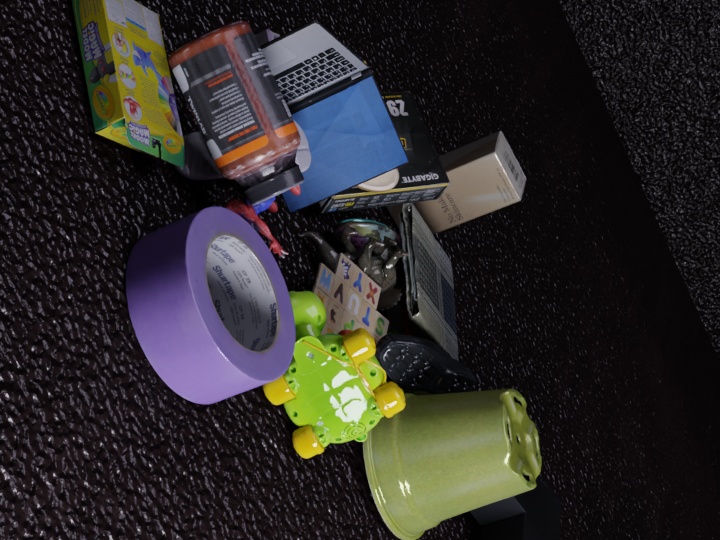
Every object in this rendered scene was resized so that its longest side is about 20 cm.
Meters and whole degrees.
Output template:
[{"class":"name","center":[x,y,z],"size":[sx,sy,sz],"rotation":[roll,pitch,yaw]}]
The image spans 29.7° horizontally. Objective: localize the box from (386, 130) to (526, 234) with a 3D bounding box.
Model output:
[{"class":"box","center":[0.143,-0.126,2.081],"size":[0.095,0.199,0.078],"rotation":[57,27,-21]}]

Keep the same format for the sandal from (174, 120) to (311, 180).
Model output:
[{"class":"sandal","center":[-0.154,-0.145,1.660],"size":[0.206,0.059,0.080],"rotation":[-9,85,-40]}]

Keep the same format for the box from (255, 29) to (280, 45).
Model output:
[{"class":"box","center":[-0.110,-0.227,1.838],"size":[0.039,0.041,0.201],"rotation":[14,57,-60]}]

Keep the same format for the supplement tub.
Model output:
[{"class":"supplement tub","center":[-0.137,-0.179,1.574],"size":[0.201,0.107,0.107],"rotation":[66,25,-5]}]

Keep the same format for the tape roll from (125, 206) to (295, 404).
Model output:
[{"class":"tape roll","center":[-0.160,0.038,1.476],"size":[0.200,0.085,0.201],"rotation":[45,33,-40]}]

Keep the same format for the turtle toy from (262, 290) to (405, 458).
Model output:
[{"class":"turtle toy","center":[-0.042,0.117,1.612],"size":[0.201,0.145,0.101],"rotation":[62,6,-12]}]

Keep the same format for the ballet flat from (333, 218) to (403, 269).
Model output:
[{"class":"ballet flat","center":[0.025,-0.030,1.934],"size":[0.200,0.069,0.072],"rotation":[9,69,-66]}]

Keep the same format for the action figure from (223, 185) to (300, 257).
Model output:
[{"class":"action figure","center":[-0.118,-0.052,1.647],"size":[0.099,0.065,0.200],"rotation":[54,25,1]}]

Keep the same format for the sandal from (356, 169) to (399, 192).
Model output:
[{"class":"sandal","center":[-0.022,-0.181,1.796],"size":[0.211,0.070,0.078],"rotation":[34,55,-15]}]

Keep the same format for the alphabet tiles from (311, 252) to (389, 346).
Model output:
[{"class":"alphabet tiles","center":[-0.020,0.088,1.745],"size":[0.166,0.006,0.201],"rotation":[42,52,-45]}]

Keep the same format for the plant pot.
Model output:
[{"class":"plant pot","center":[0.128,0.235,1.760],"size":[0.200,0.183,0.201],"rotation":[46,36,-50]}]

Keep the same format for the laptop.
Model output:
[{"class":"laptop","center":[-0.073,-0.189,1.707],"size":[0.200,0.187,0.116],"rotation":[32,42,-53]}]

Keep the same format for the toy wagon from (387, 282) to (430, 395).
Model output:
[{"class":"toy wagon","center":[0.077,0.098,1.961],"size":[0.155,0.039,0.201],"rotation":[-17,86,-66]}]

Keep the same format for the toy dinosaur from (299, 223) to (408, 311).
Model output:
[{"class":"toy dinosaur","center":[0.000,0.000,1.828],"size":[0.199,0.103,0.077],"rotation":[14,17,-42]}]

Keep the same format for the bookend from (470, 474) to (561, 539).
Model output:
[{"class":"bookend","center":[0.197,0.357,1.937],"size":[0.199,0.092,0.200],"rotation":[52,31,-29]}]

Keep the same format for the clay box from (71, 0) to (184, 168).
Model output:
[{"class":"clay box","center":[-0.258,-0.211,1.517],"size":[0.115,0.047,0.201],"rotation":[22,52,-60]}]

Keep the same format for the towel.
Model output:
[{"class":"towel","center":[0.095,0.024,1.950],"size":[0.200,0.034,0.193],"rotation":[53,29,-54]}]

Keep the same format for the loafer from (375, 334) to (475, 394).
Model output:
[{"class":"loafer","center":[0.080,0.127,1.848],"size":[0.200,0.068,0.070],"rotation":[27,12,-48]}]

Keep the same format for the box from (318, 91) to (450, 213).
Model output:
[{"class":"box","center":[0.010,-0.168,1.894],"size":[0.199,0.049,0.160],"rotation":[-8,64,-32]}]
